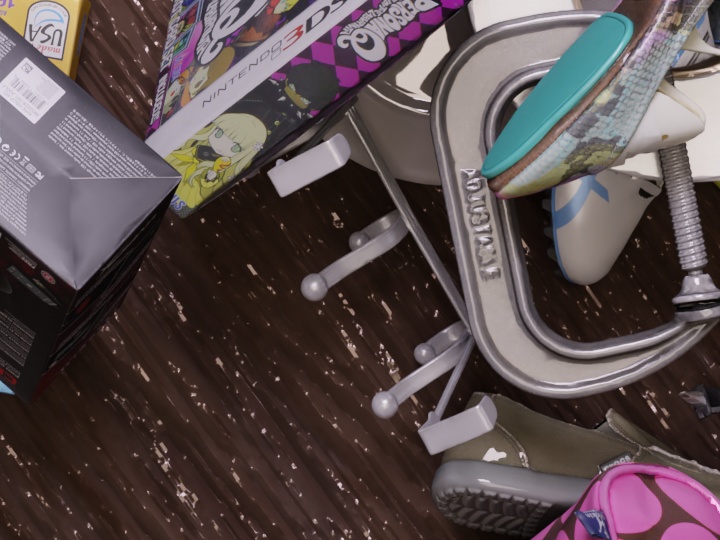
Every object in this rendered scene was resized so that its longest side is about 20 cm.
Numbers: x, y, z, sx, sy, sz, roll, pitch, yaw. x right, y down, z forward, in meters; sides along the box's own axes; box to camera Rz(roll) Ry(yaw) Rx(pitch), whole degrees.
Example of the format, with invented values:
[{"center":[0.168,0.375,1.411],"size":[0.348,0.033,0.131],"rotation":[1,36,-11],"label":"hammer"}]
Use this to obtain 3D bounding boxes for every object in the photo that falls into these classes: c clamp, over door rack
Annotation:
[{"center":[0.119,-0.044,1.116],"size":[0.170,0.027,0.201],"rotation":[-6,95,2],"label":"c clamp"},{"center":[0.000,0.000,1.161],"size":[0.066,0.200,0.148],"rotation":[-29,99,7],"label":"over door rack"}]

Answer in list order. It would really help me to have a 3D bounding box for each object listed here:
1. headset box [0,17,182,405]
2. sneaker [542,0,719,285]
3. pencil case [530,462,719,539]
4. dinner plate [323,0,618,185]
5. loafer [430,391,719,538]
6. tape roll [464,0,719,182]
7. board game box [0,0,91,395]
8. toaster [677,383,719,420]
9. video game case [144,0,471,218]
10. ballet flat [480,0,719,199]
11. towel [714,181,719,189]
[{"center":[-0.173,-0.031,1.128],"size":[0.149,0.200,0.075],"rotation":[41,67,1],"label":"headset box"},{"center":[0.148,-0.084,1.223],"size":[0.072,0.072,0.201],"rotation":[23,91,30],"label":"sneaker"},{"center":[0.091,0.176,1.184],"size":[0.090,0.094,0.200],"rotation":[17,135,-24],"label":"pencil case"},{"center":[0.044,-0.143,1.247],"size":[0.199,0.024,0.202],"rotation":[0,92,0],"label":"dinner plate"},{"center":[0.135,0.101,1.233],"size":[0.199,0.075,0.070],"rotation":[13,64,-14],"label":"loafer"},{"center":[0.146,-0.142,1.155],"size":[0.201,0.071,0.204],"rotation":[0,95,1],"label":"tape roll"},{"center":[-0.226,-0.050,1.237],"size":[0.152,0.040,0.201],"rotation":[9,93,-2],"label":"board game box"},{"center":[0.277,0.121,1.179],"size":[0.199,0.119,0.182],"rotation":[-17,101,-25],"label":"toaster"},{"center":[-0.019,-0.138,1.133],"size":[0.181,0.201,0.036],"rotation":[-35,119,27],"label":"video game case"},{"center":[0.133,-0.102,1.074],"size":[0.071,0.069,0.201],"rotation":[31,97,-16],"label":"ballet flat"},{"center":[0.252,-0.030,1.260],"size":[0.086,0.018,0.200],"rotation":[-44,93,1],"label":"towel"}]
